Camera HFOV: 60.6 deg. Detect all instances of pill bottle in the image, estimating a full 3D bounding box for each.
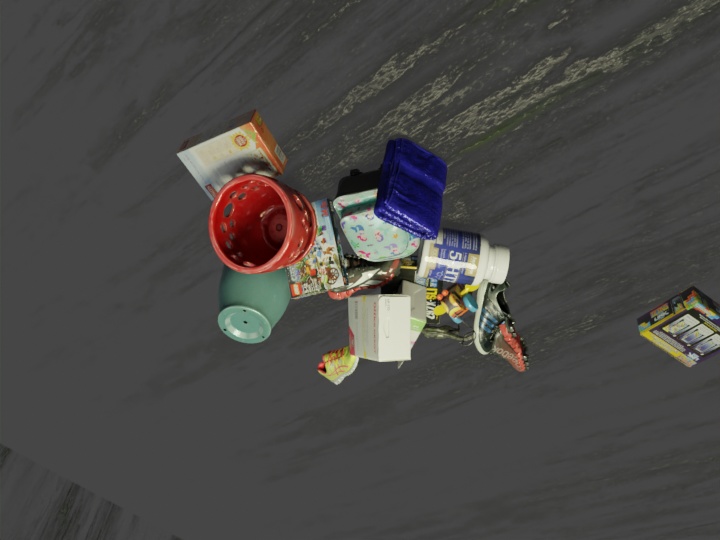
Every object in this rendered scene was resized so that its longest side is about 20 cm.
[{"bbox_3d":[0.234,-0.030,1.412,0.196,0.121,0.121,9,135,0],"label":"pill bottle"}]

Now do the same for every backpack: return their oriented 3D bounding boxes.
[{"bbox_3d":[0.046,-0.109,1.356,0.174,0.152,0.201,-10,136,16],"label":"backpack"}]

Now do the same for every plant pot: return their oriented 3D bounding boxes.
[{"bbox_3d":[-0.270,0.069,1.542,0.196,0.190,0.202,5,135,5],"label":"plant pot"},{"bbox_3d":[-0.198,-0.094,1.324,0.197,0.205,0.182,-10,175,18],"label":"plant pot"}]

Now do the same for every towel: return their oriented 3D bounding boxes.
[{"bbox_3d":[0.108,-0.170,1.243,0.145,0.203,0.050,22,146,-14],"label":"towel"}]

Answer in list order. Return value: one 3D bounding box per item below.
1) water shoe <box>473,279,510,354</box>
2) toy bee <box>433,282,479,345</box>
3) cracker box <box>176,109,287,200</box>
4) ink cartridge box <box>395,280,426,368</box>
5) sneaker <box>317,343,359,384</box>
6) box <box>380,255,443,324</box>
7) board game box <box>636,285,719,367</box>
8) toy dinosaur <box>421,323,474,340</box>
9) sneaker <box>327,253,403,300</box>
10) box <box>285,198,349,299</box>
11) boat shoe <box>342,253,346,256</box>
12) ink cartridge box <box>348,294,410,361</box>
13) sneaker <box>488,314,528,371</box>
[{"bbox_3d":[0.326,0.116,1.513,0.078,0.071,0.204,10,109,34],"label":"water shoe"},{"bbox_3d":[0.231,0.070,1.462,0.109,0.200,0.131,43,96,-17],"label":"toy bee"},{"bbox_3d":[-0.276,-0.246,1.332,0.197,0.058,0.135,-16,129,22],"label":"cracker box"},{"bbox_3d":[0.100,0.138,1.529,0.066,0.118,0.202,14,134,-8],"label":"ink cartridge box"},{"bbox_3d":[-0.064,0.259,1.768,0.089,0.079,0.201,26,133,-13],"label":"sneaker"},{"bbox_3d":[0.128,0.050,1.557,0.156,0.050,0.202,3,134,4],"label":"box"},{"bbox_3d":[0.820,0.143,1.526,0.198,0.057,0.165,30,133,-19],"label":"board game box"},{"bbox_3d":[0.221,0.163,1.628,0.196,0.048,0.088,7,178,22],"label":"toy dinosaur"},{"bbox_3d":[0.000,0.000,1.440,0.197,0.072,0.098,-19,136,14],"label":"sneaker"},{"bbox_3d":[-0.112,-0.048,1.411,0.134,0.204,0.038,-14,174,17],"label":"box"},{"bbox_3d":[-0.110,-0.046,1.493,0.197,0.069,0.085,18,126,-10],"label":"boat shoe"},{"bbox_3d":[0.042,0.130,1.436,0.082,0.148,0.199,0,178,-20],"label":"ink cartridge box"},{"bbox_3d":[0.383,0.199,1.631,0.096,0.072,0.202,-18,126,24],"label":"sneaker"}]
